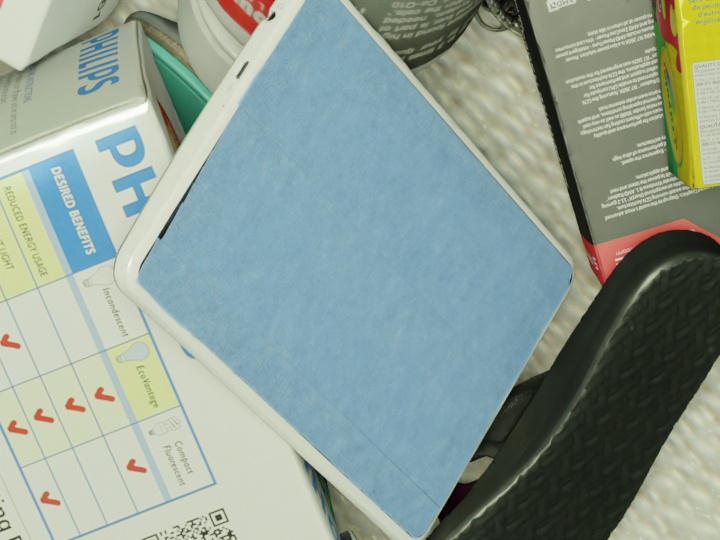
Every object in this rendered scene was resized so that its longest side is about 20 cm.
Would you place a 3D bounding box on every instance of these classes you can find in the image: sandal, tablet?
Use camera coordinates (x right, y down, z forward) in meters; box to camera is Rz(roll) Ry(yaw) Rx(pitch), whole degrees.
[{"bbox_3d":[0.076,0.065,1.143,0.075,0.048,0.201,23,109,-40],"label":"sandal"},{"bbox_3d":[0.000,0.000,1.048,0.014,0.200,0.131,18,71,42],"label":"tablet"}]

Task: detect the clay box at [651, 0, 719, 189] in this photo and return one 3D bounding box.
[{"bbox_3d":[0.161,-0.137,1.070,0.114,0.048,0.201,-8,101,-5],"label":"clay box"}]

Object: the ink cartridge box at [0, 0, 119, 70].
[{"bbox_3d":[-0.167,-0.189,1.102,0.199,0.085,0.145,28,117,7],"label":"ink cartridge box"}]

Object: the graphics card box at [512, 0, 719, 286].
[{"bbox_3d":[0.122,-0.104,1.124,0.125,0.051,0.201,-18,104,1],"label":"graphics card box"}]

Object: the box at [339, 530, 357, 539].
[{"bbox_3d":[-0.063,0.208,1.110,0.199,0.079,0.142,-24,75,-8],"label":"box"}]

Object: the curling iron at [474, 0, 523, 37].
[{"bbox_3d":[0.128,-0.154,1.154,0.199,0.026,0.050,-30,96,2],"label":"curling iron"}]

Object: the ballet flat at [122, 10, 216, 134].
[{"bbox_3d":[-0.012,-0.032,1.148,0.073,0.073,0.200,-41,83,2],"label":"ballet flat"}]

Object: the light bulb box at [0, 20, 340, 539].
[{"bbox_3d":[-0.134,0.043,1.094,0.199,0.125,0.199,-21,109,2],"label":"light bulb box"}]

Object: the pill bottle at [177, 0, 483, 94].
[{"bbox_3d":[0.003,-0.137,1.049,0.113,0.200,0.115,8,59,-14],"label":"pill bottle"}]
